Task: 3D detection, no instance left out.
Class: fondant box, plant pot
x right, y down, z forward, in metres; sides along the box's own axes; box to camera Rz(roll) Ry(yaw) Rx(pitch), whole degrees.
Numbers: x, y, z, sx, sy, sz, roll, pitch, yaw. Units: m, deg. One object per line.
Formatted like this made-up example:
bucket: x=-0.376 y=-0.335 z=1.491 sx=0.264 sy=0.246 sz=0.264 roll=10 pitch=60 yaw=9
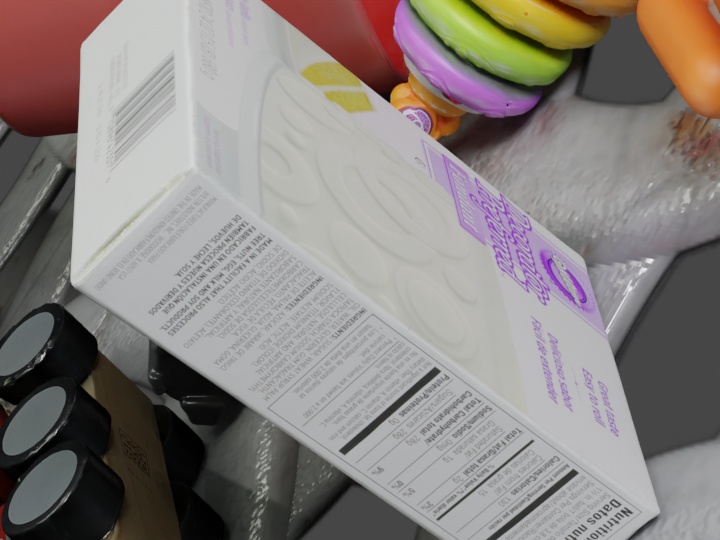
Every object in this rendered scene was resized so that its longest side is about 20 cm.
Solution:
fondant box: x=0.000 y=0.000 z=0.703 sx=0.058 sy=0.200 sz=0.145 roll=-41 pitch=29 yaw=21
plant pot: x=-0.087 y=-0.150 z=0.961 sx=0.176 sy=0.201 sz=0.201 roll=-16 pitch=37 yaw=9

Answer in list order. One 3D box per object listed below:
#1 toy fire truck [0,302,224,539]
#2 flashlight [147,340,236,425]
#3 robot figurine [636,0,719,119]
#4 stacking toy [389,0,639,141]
toy fire truck: x=-0.151 y=0.145 z=0.900 sx=0.200 sy=0.129 sz=0.176 roll=-39 pitch=29 yaw=8
flashlight: x=-0.067 y=-0.026 z=0.995 sx=0.068 sy=0.068 sz=0.201 roll=-37 pitch=30 yaw=25
robot figurine: x=0.159 y=-0.118 z=0.677 sx=0.200 sy=0.116 sz=0.145 roll=-99 pitch=16 yaw=-55
stacking toy: x=0.053 y=-0.106 z=0.871 sx=0.200 sy=0.116 sz=0.110 roll=-54 pitch=21 yaw=26
